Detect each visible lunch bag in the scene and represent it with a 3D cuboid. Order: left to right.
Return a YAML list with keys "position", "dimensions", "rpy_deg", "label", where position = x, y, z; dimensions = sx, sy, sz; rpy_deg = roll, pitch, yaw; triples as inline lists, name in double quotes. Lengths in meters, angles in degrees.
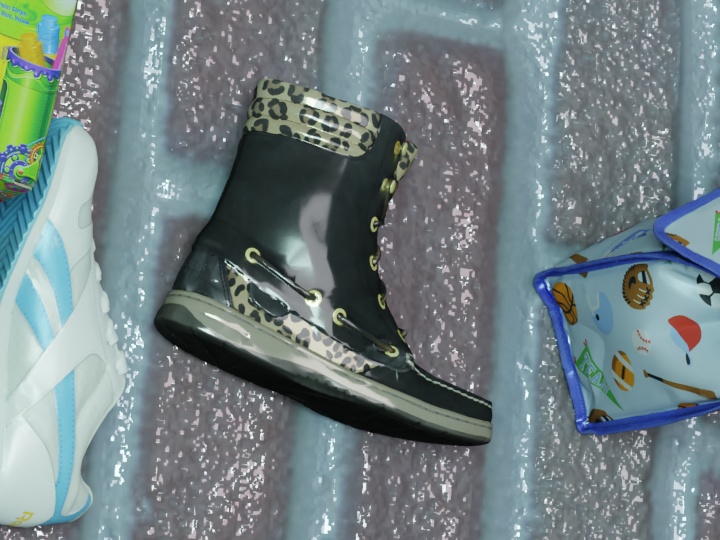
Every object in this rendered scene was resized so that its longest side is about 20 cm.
- position: [0.221, 0.008, 1.287]
  dimensions: [0.169, 0.200, 0.125]
  rpy_deg: [-22, 95, -28]
  label: "lunch bag"

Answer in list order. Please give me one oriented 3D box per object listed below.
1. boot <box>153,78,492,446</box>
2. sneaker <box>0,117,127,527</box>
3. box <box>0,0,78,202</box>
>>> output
- position: [0.000, 0.000, 1.240]
  dimensions: [0.199, 0.073, 0.152]
  rpy_deg: [23, 73, -20]
  label: "boot"
- position: [-0.157, 0.025, 1.151]
  dimensions: [0.080, 0.076, 0.202]
  rpy_deg: [15, 83, -36]
  label: "sneaker"
- position: [-0.241, -0.149, 1.091]
  dimensions: [0.199, 0.122, 0.194]
  rpy_deg: [18, 75, -26]
  label: "box"
